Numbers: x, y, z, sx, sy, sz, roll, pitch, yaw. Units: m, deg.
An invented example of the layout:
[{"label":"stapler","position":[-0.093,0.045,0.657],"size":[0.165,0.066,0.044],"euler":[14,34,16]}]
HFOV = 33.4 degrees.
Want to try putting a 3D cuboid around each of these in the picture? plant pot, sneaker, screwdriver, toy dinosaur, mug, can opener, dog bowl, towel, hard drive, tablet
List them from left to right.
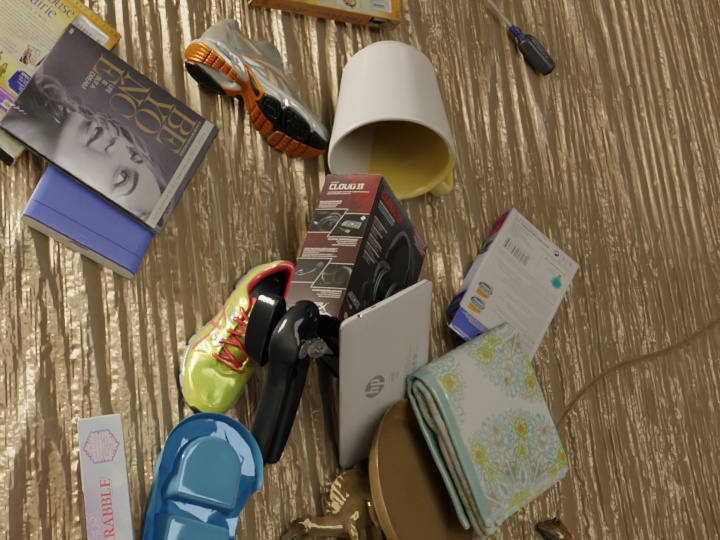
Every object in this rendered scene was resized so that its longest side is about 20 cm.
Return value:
[{"label":"hard drive","position":[-0.264,-0.108,1.299],"size":[0.131,0.025,0.201],"euler":[29,61,-17]},{"label":"dog bowl","position":[-0.166,0.246,1.212],"size":[0.111,0.050,0.202],"euler":[19,66,-22]},{"label":"sneaker","position":[-0.125,0.064,1.276],"size":[0.078,0.090,0.201],"euler":[33,61,-15]},{"label":"sneaker","position":[-0.104,-0.220,1.402],"size":[0.200,0.076,0.092],"euler":[41,51,-14]},{"label":"can opener","position":[-0.082,0.118,1.245],"size":[0.063,0.078,0.202],"euler":[-17,125,-44]},{"label":"toy dinosaur","position":[0.012,0.258,1.300],"size":[0.199,0.058,0.102],"euler":[-31,91,-31]},{"label":"tablet","position":[0.028,0.115,1.308],"size":[0.129,0.202,0.014],"euler":[-25,41,-33]},{"label":"mug","position":[0.036,-0.178,1.441],"size":[0.148,0.187,0.154],"euler":[-3,56,2]},{"label":"plant pot","position":[0.063,0.242,1.311],"size":[0.200,0.027,0.202],"euler":[39,40,-43]},{"label":"towel","position":[0.148,0.180,1.368],"size":[0.170,0.048,0.202],"euler":[-24,94,-43]},{"label":"screwdriver","position":[0.192,-0.343,1.635],"size":[0.200,0.028,0.029],"euler":[43,87,-7]},{"label":"toy dinosaur","position":[0.264,0.385,1.396],"size":[0.106,0.060,0.201],"euler":[-26,87,-34]}]

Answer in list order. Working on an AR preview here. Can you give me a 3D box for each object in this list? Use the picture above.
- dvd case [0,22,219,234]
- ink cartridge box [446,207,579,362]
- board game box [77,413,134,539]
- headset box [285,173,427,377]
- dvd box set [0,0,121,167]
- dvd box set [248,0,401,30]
[{"label":"dvd case","position":[-0.265,-0.152,1.286],"size":[0.199,0.016,0.150],"euler":[35,60,-16]},{"label":"ink cartridge box","position":[0.185,0.033,1.488],"size":[0.119,0.042,0.201],"euler":[39,56,-12]},{"label":"board game box","position":[-0.226,0.248,1.091],"size":[0.041,0.200,0.202],"euler":[-5,74,-12]},{"label":"headset box","position":[0.000,0.000,1.336],"size":[0.149,0.077,0.201],"euler":[54,46,-49]},{"label":"dvd box set","position":[-0.369,-0.228,1.280],"size":[0.146,0.029,0.201],"euler":[38,59,-12]},{"label":"dvd box set","position":[-0.046,-0.387,1.504],"size":[0.198,0.029,0.148],"euler":[4,71,-26]}]
